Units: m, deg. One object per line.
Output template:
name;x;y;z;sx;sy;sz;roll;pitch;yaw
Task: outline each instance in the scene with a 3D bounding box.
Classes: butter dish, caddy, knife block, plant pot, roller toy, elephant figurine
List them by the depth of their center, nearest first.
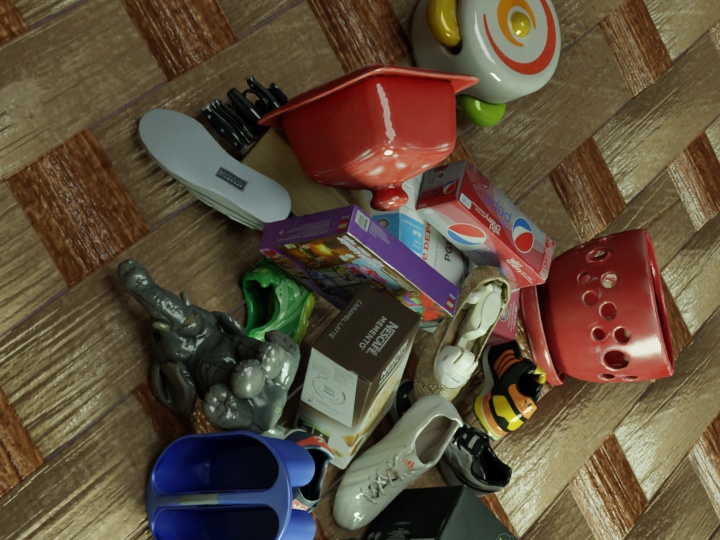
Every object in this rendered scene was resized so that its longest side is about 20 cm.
caddy;-0.141;0.245;1.506;0.105;0.199;0.142;14;71;-54
elephant figurine;-0.174;0.090;1.558;0.141;0.200;0.156;-9;122;-61
butter dish;0.020;-0.140;1.586;0.199;0.200;0.148;-3;79;-50
knife block;-0.093;-0.132;1.646;0.175;0.064;0.200;15;44;-39
plant pot;0.315;0.059;1.890;0.200;0.182;0.201;-13;90;-75
roller toy;0.172;-0.317;1.900;0.200;0.140;0.183;51;54;-20

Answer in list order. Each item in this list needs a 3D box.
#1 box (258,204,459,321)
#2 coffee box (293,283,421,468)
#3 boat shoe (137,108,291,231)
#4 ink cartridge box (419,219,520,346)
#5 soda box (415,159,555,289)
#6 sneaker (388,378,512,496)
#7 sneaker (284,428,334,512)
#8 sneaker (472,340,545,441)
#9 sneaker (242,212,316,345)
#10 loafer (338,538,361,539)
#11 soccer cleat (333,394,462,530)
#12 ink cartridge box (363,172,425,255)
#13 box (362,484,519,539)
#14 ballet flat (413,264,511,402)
box;0.000;0.000;1.606;0.200;0.137;0.039;37;56;-39
coffee box;-0.007;0.125;1.627;0.080;0.200;0.114;31;56;12
boat shoe;-0.174;-0.107;1.623;0.200;0.065;0.074;38;65;-4
ink cartridge box;0.111;0.003;1.826;0.200;0.085;0.146;19;69;-34
soda box;0.157;-0.053;1.756;0.200;0.070;0.064;39;53;-36
sneaker;0.119;0.207;1.792;0.200;0.088;0.076;47;58;-21
sneaker;-0.093;0.274;1.594;0.075;0.084;0.201;33;74;-32
sneaker;0.206;0.142;1.835;0.070;0.090;0.200;53;27;-17
sneaker;-0.090;0.006;1.665;0.083;0.074;0.201;29;65;-37
loafer;-0.042;0.408;1.641;0.071;0.073;0.201;17;66;-25
soccer cleat;0.042;0.233;1.693;0.069;0.078;0.200;42;86;-27
ink cartridge box;0.017;-0.117;1.741;0.067;0.115;0.201;22;67;-57
box;0.115;0.372;1.716;0.200;0.148;0.124;47;55;-23
ballet flat;0.126;0.084;1.738;0.070;0.065;0.201;26;83;-20
